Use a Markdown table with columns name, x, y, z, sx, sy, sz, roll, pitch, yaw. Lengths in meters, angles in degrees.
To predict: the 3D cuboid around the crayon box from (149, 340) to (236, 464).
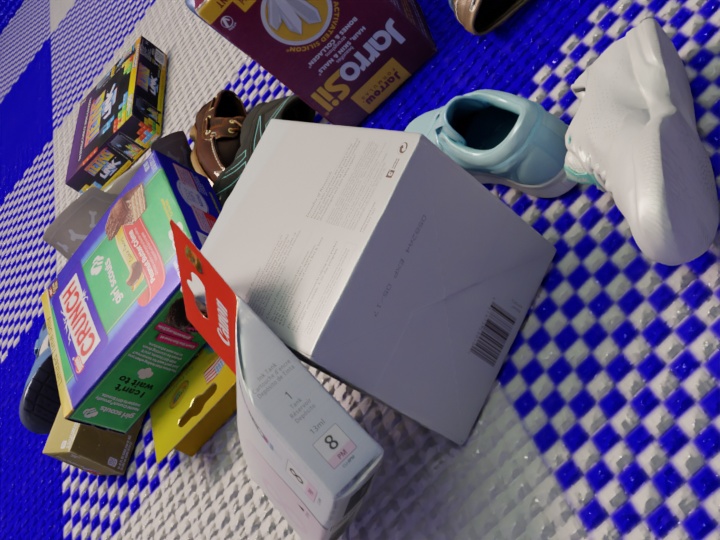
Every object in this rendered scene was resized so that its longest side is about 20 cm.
| name | x | y | z | sx | sy | sz | roll | pitch | yaw |
| --- | --- | --- | --- | --- | --- | --- | --- | --- | --- |
| crayon box | -0.146 | 0.079 | 0.889 | 0.127 | 0.050 | 0.201 | -45 | 35 | 17 |

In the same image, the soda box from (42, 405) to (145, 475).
| name | x | y | z | sx | sy | sz | roll | pitch | yaw |
| --- | --- | --- | --- | --- | --- | --- | --- | --- | --- |
| soda box | -0.255 | 0.106 | 0.989 | 0.063 | 0.067 | 0.203 | -14 | 53 | 46 |

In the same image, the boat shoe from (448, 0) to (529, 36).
| name | x | y | z | sx | sy | sz | roll | pitch | yaw |
| --- | --- | --- | --- | --- | --- | --- | --- | --- | --- |
| boat shoe | 0.155 | -0.275 | 0.787 | 0.200 | 0.071 | 0.073 | -47 | 38 | 32 |

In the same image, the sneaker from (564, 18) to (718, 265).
| name | x | y | z | sx | sy | sz | roll | pitch | yaw |
| --- | --- | --- | --- | --- | --- | --- | --- | --- | --- |
| sneaker | 0.167 | -0.070 | 0.597 | 0.088 | 0.075 | 0.202 | -26 | 35 | 32 |

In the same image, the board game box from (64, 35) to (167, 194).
| name | x | y | z | sx | sy | sz | roll | pitch | yaw |
| --- | --- | --- | --- | --- | --- | --- | --- | --- | --- |
| board game box | -0.360 | -0.227 | 1.402 | 0.164 | 0.056 | 0.202 | -37 | 39 | 26 |

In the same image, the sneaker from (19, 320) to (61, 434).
| name | x | y | z | sx | sy | sz | roll | pitch | yaw |
| --- | --- | --- | --- | --- | --- | --- | --- | --- | --- |
| sneaker | -0.328 | 0.096 | 1.062 | 0.081 | 0.074 | 0.203 | -21 | 39 | 40 |

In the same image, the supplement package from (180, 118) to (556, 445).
| name | x | y | z | sx | sy | sz | roll | pitch | yaw |
| --- | --- | --- | --- | --- | --- | --- | --- | --- | --- |
| supplement package | 0.000 | 0.000 | 0.679 | 0.199 | 0.150 | 0.154 | 18 | 77 | 55 |

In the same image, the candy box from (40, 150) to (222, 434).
| name | x | y | z | sx | sy | sz | roll | pitch | yaw |
| --- | --- | --- | --- | --- | --- | --- | --- | --- | --- |
| candy box | -0.205 | 0.020 | 0.881 | 0.200 | 0.076 | 0.170 | -48 | 44 | 17 |

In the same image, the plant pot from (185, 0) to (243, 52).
| name | x | y | z | sx | sy | sz | roll | pitch | yaw |
| --- | --- | --- | --- | --- | --- | --- | --- | --- | --- |
| plant pot | -0.079 | -0.327 | 1.010 | 0.199 | 0.199 | 0.182 | -39 | 43 | 22 |

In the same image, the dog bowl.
| name | x | y | z | sx | sy | sz | roll | pitch | yaw |
| --- | --- | --- | --- | --- | --- | --- | --- | --- | --- |
| dog bowl | -0.263 | -0.074 | 1.079 | 0.199 | 0.059 | 0.200 | -38 | 5 | 4 |

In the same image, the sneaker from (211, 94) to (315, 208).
| name | x | y | z | sx | sy | sz | roll | pitch | yaw |
| --- | --- | --- | --- | --- | --- | --- | --- | --- | --- |
| sneaker | -0.095 | -0.098 | 0.947 | 0.078 | 0.075 | 0.203 | -17 | 50 | 40 |

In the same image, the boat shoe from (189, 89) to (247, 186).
| name | x | y | z | sx | sy | sz | roll | pitch | yaw |
| --- | --- | --- | --- | --- | --- | --- | --- | --- | --- |
| boat shoe | -0.149 | -0.144 | 1.054 | 0.071 | 0.070 | 0.201 | -50 | 34 | 16 |

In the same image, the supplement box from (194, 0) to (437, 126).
| name | x | y | z | sx | sy | sz | roll | pitch | yaw |
| --- | --- | --- | --- | --- | --- | --- | --- | --- | --- |
| supplement box | -0.044 | -0.247 | 0.889 | 0.130 | 0.199 | 0.104 | -40 | 38 | 22 |

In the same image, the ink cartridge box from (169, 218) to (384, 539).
| name | x | y | z | sx | sy | sz | roll | pitch | yaw |
| --- | --- | --- | --- | --- | --- | --- | --- | --- | --- |
| ink cartridge box | -0.073 | 0.085 | 0.626 | 0.057 | 0.199 | 0.163 | -42 | -15 | -23 |

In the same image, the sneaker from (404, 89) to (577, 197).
| name | x | y | z | sx | sy | sz | roll | pitch | yaw |
| --- | --- | --- | --- | --- | --- | --- | --- | --- | --- |
| sneaker | 0.083 | -0.111 | 0.724 | 0.199 | 0.081 | 0.075 | 14 | 72 | 55 |
